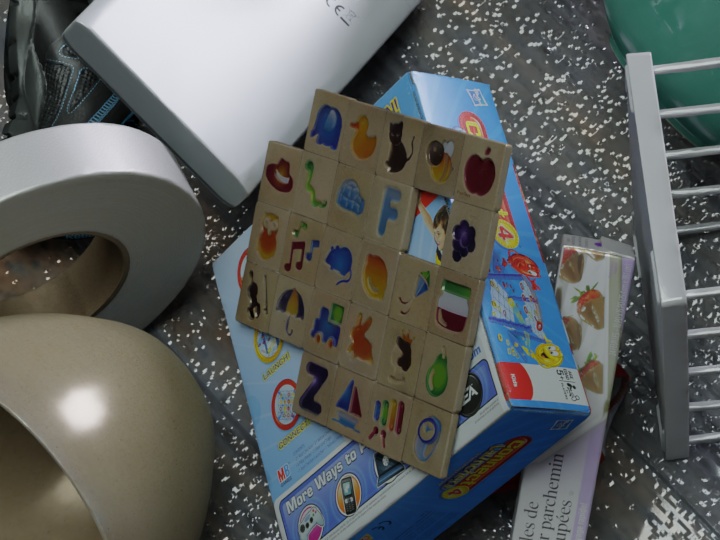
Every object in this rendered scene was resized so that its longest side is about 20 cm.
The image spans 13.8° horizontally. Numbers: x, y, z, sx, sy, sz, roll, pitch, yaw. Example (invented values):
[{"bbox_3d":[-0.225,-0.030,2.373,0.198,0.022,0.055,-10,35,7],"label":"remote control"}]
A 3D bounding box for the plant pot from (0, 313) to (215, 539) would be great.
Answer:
[{"bbox_3d":[-0.154,0.101,1.565,0.200,0.201,0.134,33,47,23],"label":"plant pot"}]

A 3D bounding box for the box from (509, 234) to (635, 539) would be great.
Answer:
[{"bbox_3d":[0.106,0.082,1.532,0.039,0.041,0.201,10,100,3],"label":"box"}]

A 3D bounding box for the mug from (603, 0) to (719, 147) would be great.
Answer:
[{"bbox_3d":[0.209,-0.133,1.623,0.114,0.185,0.152,-42,79,16],"label":"mug"}]

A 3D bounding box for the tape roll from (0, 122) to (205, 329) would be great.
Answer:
[{"bbox_3d":[-0.180,0.000,1.594,0.202,0.203,0.037,-28,62,-3],"label":"tape roll"}]

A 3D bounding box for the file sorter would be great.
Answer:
[{"bbox_3d":[0.206,-0.009,1.529,0.124,0.200,0.139,-6,64,3],"label":"file sorter"}]

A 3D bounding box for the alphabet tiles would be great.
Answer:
[{"bbox_3d":[0.000,0.000,1.524,0.200,0.008,0.168,21,102,53],"label":"alphabet tiles"}]

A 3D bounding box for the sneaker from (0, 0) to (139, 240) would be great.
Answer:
[{"bbox_3d":[-0.167,-0.108,1.725,0.082,0.073,0.201,3,70,-6],"label":"sneaker"}]

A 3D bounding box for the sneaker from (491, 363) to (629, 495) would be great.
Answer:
[{"bbox_3d":[0.084,0.021,1.606,0.112,0.071,0.201,-11,71,10],"label":"sneaker"}]

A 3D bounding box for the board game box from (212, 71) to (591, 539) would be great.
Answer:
[{"bbox_3d":[0.016,0.033,1.551,0.056,0.200,0.196,6,57,-36],"label":"board game box"}]

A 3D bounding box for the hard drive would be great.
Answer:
[{"bbox_3d":[-0.061,-0.142,1.655,0.132,0.027,0.200,45,50,-6],"label":"hard drive"}]
